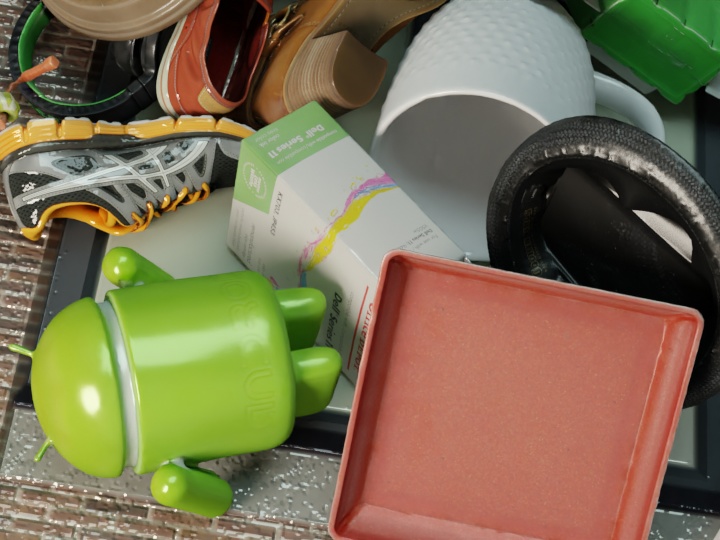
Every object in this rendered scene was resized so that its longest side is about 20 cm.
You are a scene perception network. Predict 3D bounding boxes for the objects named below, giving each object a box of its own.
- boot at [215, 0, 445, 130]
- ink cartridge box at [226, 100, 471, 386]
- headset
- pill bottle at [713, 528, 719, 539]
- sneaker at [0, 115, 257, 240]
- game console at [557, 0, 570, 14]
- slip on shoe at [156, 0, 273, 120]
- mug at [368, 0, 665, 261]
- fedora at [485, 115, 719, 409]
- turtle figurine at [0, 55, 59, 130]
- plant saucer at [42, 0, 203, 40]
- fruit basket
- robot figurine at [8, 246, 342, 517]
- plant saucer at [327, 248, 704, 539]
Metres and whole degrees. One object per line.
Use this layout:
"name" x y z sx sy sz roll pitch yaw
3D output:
"boot" -0.022 -0.184 1.445 0.074 0.154 0.200 46 61 -25
"ink cartridge box" 0.000 0.000 1.338 0.067 0.117 0.200 -30 63 -29
"headset" -0.167 -0.192 1.450 0.200 0.094 0.123 -43 64 -9
"pill bottle" 0.302 0.140 1.285 0.114 0.115 0.200 33 55 15
"sneaker" -0.152 -0.062 1.397 0.199 0.078 0.078 -3 77 -14
"game console" 0.160 -0.297 1.590 0.118 0.173 0.201 -7 50 19
"slip on shoe" -0.085 -0.197 1.414 0.061 0.074 0.201 4 73 45
"mug" 0.118 -0.110 1.424 0.199 0.148 0.176 18 43 0
"fedora" 0.181 -0.014 1.298 0.200 0.201 0.092 36 38 17
"turtle figurine" -0.297 -0.081 1.346 0.199 0.064 0.162 -7 63 25
"plant saucer" -0.162 -0.261 1.415 0.199 0.029 0.201 -7 75 29
"fruit basket" 0.219 -0.227 1.544 0.185 0.094 0.201 31 35 -26
"robot figurine" -0.116 0.065 1.273 0.199 0.116 0.176 -10 68 -16
"plant saucer" 0.094 0.092 1.262 0.199 0.201 0.037 11 19 0
